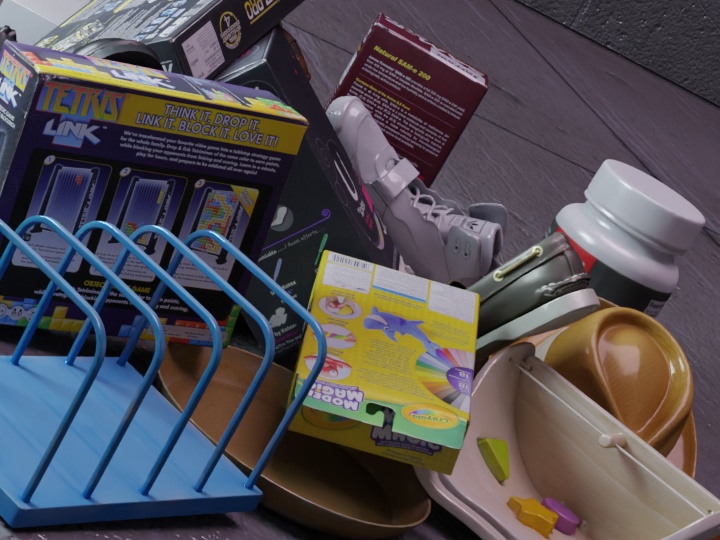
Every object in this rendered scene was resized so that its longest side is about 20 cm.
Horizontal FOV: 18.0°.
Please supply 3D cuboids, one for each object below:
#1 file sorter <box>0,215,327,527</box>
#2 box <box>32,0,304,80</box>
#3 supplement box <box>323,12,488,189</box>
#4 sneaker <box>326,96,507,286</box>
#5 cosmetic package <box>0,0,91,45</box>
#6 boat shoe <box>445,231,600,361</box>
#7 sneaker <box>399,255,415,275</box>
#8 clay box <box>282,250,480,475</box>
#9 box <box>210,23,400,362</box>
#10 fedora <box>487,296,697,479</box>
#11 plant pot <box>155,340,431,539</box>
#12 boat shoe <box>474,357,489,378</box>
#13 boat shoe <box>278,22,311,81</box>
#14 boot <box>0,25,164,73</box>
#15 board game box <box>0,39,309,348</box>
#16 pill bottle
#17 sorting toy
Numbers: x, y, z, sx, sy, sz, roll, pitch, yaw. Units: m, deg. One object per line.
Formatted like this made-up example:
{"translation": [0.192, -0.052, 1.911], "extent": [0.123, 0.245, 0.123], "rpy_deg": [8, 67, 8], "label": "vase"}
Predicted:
{"translation": [-0.138, 0.049, 1.266], "extent": [0.139, 0.123, 0.200], "rpy_deg": [40, 21, 31], "label": "file sorter"}
{"translation": [-0.142, -0.174, 1.626], "extent": [0.161, 0.049, 0.200], "rpy_deg": [-5, 26, 31], "label": "box"}
{"translation": [0.011, -0.098, 1.881], "extent": [0.109, 0.200, 0.061], "rpy_deg": [30, 15, -5], "label": "supplement box"}
{"translation": [0.048, -0.053, 1.806], "extent": [0.075, 0.115, 0.200], "rpy_deg": [-49, 124, -54], "label": "sneaker"}
{"translation": [-0.270, -0.177, 1.768], "extent": [0.081, 0.113, 0.200], "rpy_deg": [28, 17, -11], "label": "cosmetic package"}
{"translation": [0.078, 0.033, 1.621], "extent": [0.072, 0.202, 0.060], "rpy_deg": [-8, 76, -54], "label": "boat shoe"}
{"translation": [0.000, 0.000, 1.771], "extent": [0.200, 0.087, 0.075], "rpy_deg": [31, 14, -4], "label": "sneaker"}
{"translation": [0.015, 0.064, 1.484], "extent": [0.115, 0.048, 0.200], "rpy_deg": [16, 29, -2], "label": "clay box"}
{"translation": [-0.062, -0.056, 1.619], "extent": [0.200, 0.106, 0.122], "rpy_deg": [62, 10, -16], "label": "box"}
{"translation": [0.187, 0.093, 1.679], "extent": [0.200, 0.082, 0.201], "rpy_deg": [14, 56, -22], "label": "fedora"}
{"translation": [-0.047, 0.111, 1.444], "extent": [0.200, 0.028, 0.200], "rpy_deg": [29, 15, -8], "label": "plant pot"}
{"translation": [0.099, 0.090, 1.735], "extent": [0.200, 0.072, 0.065], "rpy_deg": [28, -24, -10], "label": "boat shoe"}
{"translation": [-0.083, -0.127, 1.744], "extent": [0.068, 0.072, 0.200], "rpy_deg": [45, -21, 4], "label": "boat shoe"}
{"translation": [-0.219, -0.105, 1.490], "extent": [0.073, 0.198, 0.163], "rpy_deg": [23, 23, -38], "label": "boot"}
{"translation": [-0.150, -0.043, 1.414], "extent": [0.200, 0.166, 0.057], "rpy_deg": [9, 19, -38], "label": "board game box"}
{"translation": [0.187, 0.017, 1.855], "extent": [0.114, 0.200, 0.114], "rpy_deg": [29, 15, -9], "label": "pill bottle"}
{"translation": [0.120, 0.150, 1.514], "extent": [0.200, 0.107, 0.180], "rpy_deg": [39, 21, 26], "label": "sorting toy"}
